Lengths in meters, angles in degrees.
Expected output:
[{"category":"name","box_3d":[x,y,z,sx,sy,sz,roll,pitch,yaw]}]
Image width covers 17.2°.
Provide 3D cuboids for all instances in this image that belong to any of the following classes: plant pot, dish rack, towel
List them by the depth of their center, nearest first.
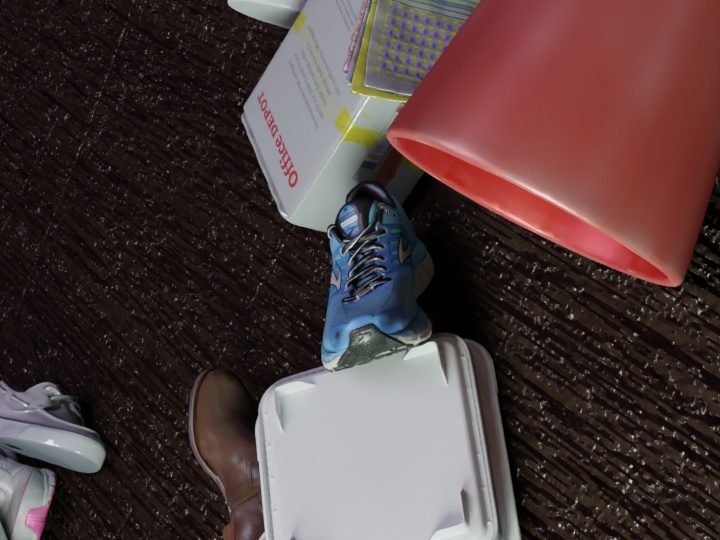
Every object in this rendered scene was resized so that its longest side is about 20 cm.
[{"category":"plant pot","box_3d":[0.141,-0.112,1.422,0.200,0.200,0.178,24,86,60]},{"category":"dish rack","box_3d":[0.010,0.129,1.552,0.171,0.044,0.201,-16,50,10]},{"category":"towel","box_3d":[0.079,-0.195,1.605,0.023,0.143,0.201,128,158,-80]}]

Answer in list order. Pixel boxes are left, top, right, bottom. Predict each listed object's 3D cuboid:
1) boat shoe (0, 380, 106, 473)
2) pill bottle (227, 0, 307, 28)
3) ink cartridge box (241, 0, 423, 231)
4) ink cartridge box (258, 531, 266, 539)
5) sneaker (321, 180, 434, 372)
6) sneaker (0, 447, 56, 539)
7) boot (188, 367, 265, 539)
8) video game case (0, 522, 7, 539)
[{"category":"boat shoe","box_3d":[-0.283,0.130,2.110,0.200,0.073,0.066,9,70,50]},{"category":"pill bottle","box_3d":[-0.035,-0.293,1.863,0.114,0.113,0.201,7,82,60]},{"category":"ink cartridge box","box_3d":[0.009,-0.143,1.731,0.200,0.083,0.145,-56,35,27]},{"category":"ink cartridge box","box_3d":[-0.014,0.261,1.586,0.145,0.084,0.201,-48,39,35]},{"category":"sneaker","box_3d":[0.000,0.000,1.610,0.078,0.090,0.200,-18,21,9]},{"category":"sneaker","box_3d":[-0.341,0.201,2.156,0.200,0.088,0.082,16,89,60]},{"category":"boot","box_3d":[-0.044,0.113,1.727,0.200,0.064,0.187,-45,54,45]},{"category":"video game case","box_3d":[-0.350,0.323,2.117,0.200,0.024,0.183,-45,62,40]}]
